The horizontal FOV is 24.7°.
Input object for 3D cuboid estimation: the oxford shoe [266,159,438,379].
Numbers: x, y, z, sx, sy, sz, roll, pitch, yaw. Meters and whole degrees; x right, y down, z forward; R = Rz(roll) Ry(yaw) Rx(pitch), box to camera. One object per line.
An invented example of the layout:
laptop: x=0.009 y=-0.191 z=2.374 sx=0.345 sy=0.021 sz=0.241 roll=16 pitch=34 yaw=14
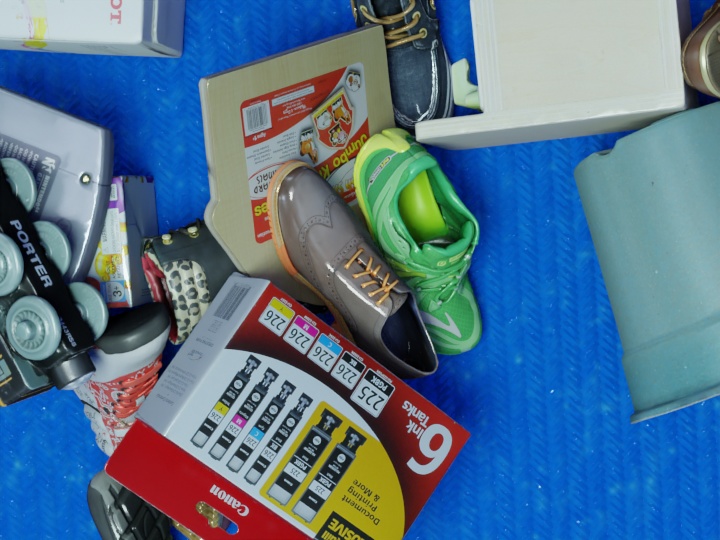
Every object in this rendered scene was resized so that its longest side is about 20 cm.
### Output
oxford shoe: x=0.000 y=0.000 z=1.213 sx=0.071 sy=0.073 sz=0.200 roll=-49 pitch=125 yaw=-25

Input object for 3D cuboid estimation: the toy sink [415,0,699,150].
toy sink: x=0.145 y=-0.159 z=1.230 sx=0.200 sy=0.130 sz=0.112 roll=-6 pitch=88 yaw=17

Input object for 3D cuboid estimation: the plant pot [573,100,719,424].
plant pot: x=0.258 y=-0.011 z=1.210 sx=0.200 sy=0.200 sz=0.196 roll=-22 pitch=83 yaw=8

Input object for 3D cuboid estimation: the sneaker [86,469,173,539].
sneaker: x=-0.183 y=0.249 z=1.314 sx=0.079 sy=0.075 sz=0.200 roll=-12 pitch=113 yaw=22

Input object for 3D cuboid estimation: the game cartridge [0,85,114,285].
game cartridge: x=-0.266 y=-0.030 z=1.241 sx=0.133 sy=0.042 sz=0.200 roll=22 pitch=94 yaw=2

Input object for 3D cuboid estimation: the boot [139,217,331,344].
boot: x=-0.097 y=-0.050 z=1.273 sx=0.154 sy=0.073 sz=0.204 roll=-15 pitch=96 yaw=-23

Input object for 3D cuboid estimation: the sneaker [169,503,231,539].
sneaker: x=-0.109 y=0.136 z=1.299 sx=0.075 sy=0.090 sz=0.200 roll=34 pitch=139 yaw=20

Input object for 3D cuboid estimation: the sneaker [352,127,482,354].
sneaker: x=0.050 y=-0.011 z=1.254 sx=0.074 sy=0.084 sz=0.200 roll=-32 pitch=122 yaw=-17

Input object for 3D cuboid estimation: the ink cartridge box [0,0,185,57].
ink cartridge box: x=-0.242 y=-0.244 z=1.273 sx=0.200 sy=0.145 sz=0.146 roll=4 pitch=93 yaw=7

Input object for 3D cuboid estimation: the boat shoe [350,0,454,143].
boat shoe: x=0.023 y=-0.196 z=1.270 sx=0.071 sy=0.091 sz=0.201 roll=-13 pitch=92 yaw=8

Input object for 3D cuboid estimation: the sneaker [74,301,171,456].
sneaker: x=-0.174 y=0.089 z=1.272 sx=0.067 sy=0.201 sz=0.108 roll=-27 pitch=96 yaw=-25

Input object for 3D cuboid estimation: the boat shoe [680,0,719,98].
boat shoe: x=0.283 y=-0.169 z=1.198 sx=0.068 sy=0.200 sz=0.072 roll=3 pitch=113 yaw=40

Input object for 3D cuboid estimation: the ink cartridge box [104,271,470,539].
ink cartridge box: x=-0.053 y=0.130 z=1.187 sx=0.200 sy=0.084 sz=0.176 roll=37 pitch=80 yaw=-21

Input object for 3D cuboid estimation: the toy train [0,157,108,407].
toy train: x=-0.266 y=0.007 z=1.182 sx=0.114 sy=0.085 sz=0.200 roll=-31 pitch=86 yaw=26

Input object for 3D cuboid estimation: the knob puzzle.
knob puzzle: x=-0.045 y=-0.069 z=1.228 sx=0.030 sy=0.219 sz=0.220 roll=15 pitch=96 yaw=42

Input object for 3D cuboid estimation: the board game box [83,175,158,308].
board game box: x=-0.270 y=-0.018 z=1.311 sx=0.200 sy=0.105 sz=0.103 roll=-5 pitch=92 yaw=7
